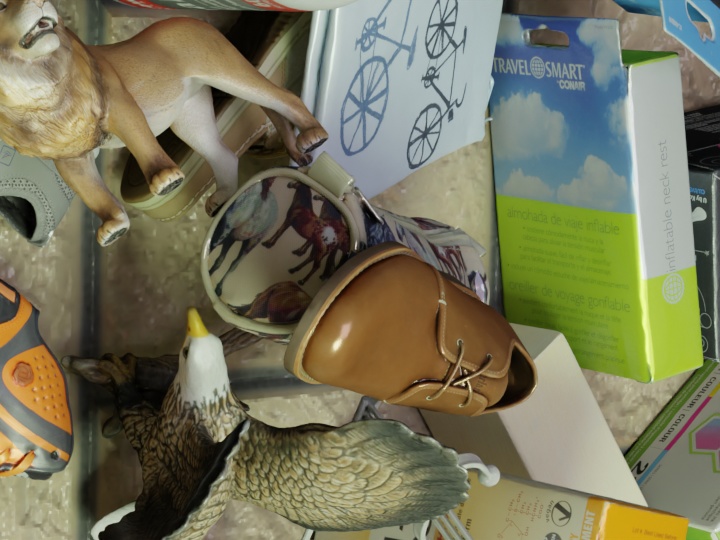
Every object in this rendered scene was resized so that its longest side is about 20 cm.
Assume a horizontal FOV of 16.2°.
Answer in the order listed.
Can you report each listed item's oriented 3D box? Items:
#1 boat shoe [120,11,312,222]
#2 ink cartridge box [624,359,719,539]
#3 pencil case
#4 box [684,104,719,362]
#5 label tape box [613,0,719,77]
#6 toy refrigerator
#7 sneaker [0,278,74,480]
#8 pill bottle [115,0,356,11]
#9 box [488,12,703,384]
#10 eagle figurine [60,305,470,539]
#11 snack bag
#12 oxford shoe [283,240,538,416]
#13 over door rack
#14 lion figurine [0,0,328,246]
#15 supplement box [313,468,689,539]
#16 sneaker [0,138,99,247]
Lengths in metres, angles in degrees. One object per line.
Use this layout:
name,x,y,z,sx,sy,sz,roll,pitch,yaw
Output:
boat shoe,-0.043,-0.093,1.294,0.066,0.074,0.200,49,66,-26
ink cartridge box,0.262,0.127,1.490,0.148,0.200,0.076,-47,122,-25
pencil case,0.000,0.000,1.248,0.089,0.078,0.200,-41,160,13
box,0.230,-0.030,1.489,0.200,0.132,0.115,-14,108,-37
label tape box,0.139,-0.196,1.359,0.143,0.066,0.200,21,57,-64
toy refrigerator,0.112,0.125,1.449,0.070,0.076,0.200,-43,120,-27
sneaker,-0.197,0.098,1.191,0.112,0.078,0.200,29,77,-37
pill bottle,-0.075,-0.178,1.175,0.116,0.200,0.116,-5,98,-39
box,0.127,-0.045,1.408,0.048,0.122,0.200,-14,105,-35
eagle figurine,-0.064,0.089,1.211,0.152,0.200,0.151,-45,131,-5
snack bag,0.027,-0.133,1.315,0.200,0.021,0.189,-30,134,-55
oxford shoe,0.031,0.034,1.166,0.071,0.071,0.200,-60,156,11
over door rack,0.015,0.171,1.282,0.067,0.148,0.200,12,120,-41
lion figurine,-0.105,-0.084,1.173,0.123,0.072,0.200,55,27,12
supplement box,0.064,0.168,1.333,0.073,0.200,0.126,15,85,-44
sneaker,-0.202,-0.064,1.167,0.200,0.075,0.082,18,82,-40
